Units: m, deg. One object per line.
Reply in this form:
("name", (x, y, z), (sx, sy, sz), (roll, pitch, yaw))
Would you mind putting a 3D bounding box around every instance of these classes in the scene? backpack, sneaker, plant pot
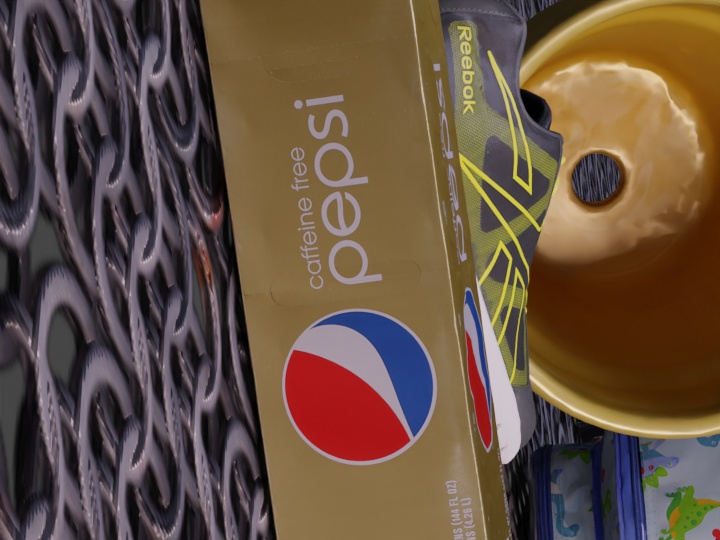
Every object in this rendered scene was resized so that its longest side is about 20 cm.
("backpack", (0.159, 0.149, 1.405), (0.200, 0.147, 0.183), (79, 8, -49))
("sneaker", (0.040, -0.014, 0.946), (0.074, 0.085, 0.200), (36, -24, 38))
("plant pot", (0.127, -0.037, 1.286), (0.189, 0.200, 0.201), (-135, -144, -80))

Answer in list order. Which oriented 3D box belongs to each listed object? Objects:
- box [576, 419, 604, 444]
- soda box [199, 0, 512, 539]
("box", (0.174, 0.083, 1.858), (0.200, 0.046, 0.159), (69, 16, -54))
("soda box", (0.000, 0.000, 0.833), (0.068, 0.064, 0.201), (-29, 111, -80))
